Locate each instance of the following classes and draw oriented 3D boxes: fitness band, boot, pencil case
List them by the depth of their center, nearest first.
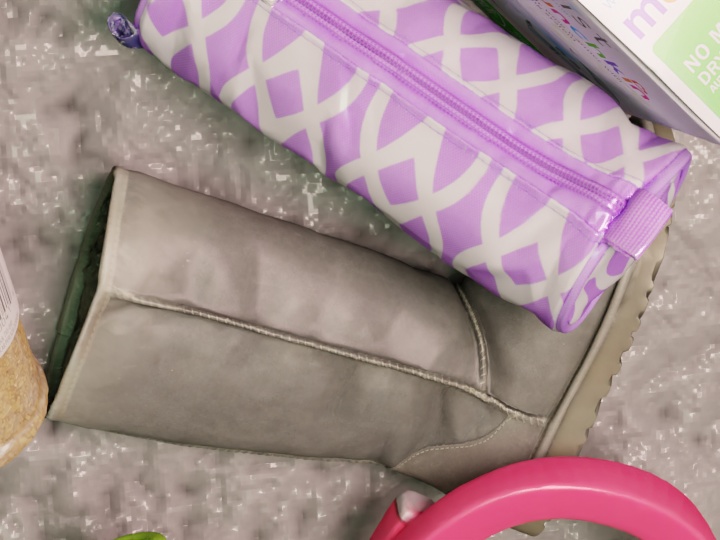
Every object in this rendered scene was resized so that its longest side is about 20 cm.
[{"bbox_3d":[0.017,-0.062,0.752,0.200,0.086,0.084,34,75,9],"label":"pencil case"},{"bbox_3d":[0.001,-0.001,0.814,0.200,0.073,0.182,20,94,-8],"label":"boot"},{"bbox_3d":[0.055,0.154,0.836,0.143,0.037,0.200,21,114,-17],"label":"fitness band"}]

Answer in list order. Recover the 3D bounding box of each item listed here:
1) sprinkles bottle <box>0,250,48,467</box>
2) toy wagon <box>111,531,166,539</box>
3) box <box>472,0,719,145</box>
[{"bbox_3d":[-0.155,-0.013,0.721,0.068,0.068,0.200,-18,138,-8],"label":"sprinkles bottle"},{"bbox_3d":[-0.117,0.184,0.814,0.200,0.040,0.155,-14,100,13],"label":"toy wagon"},{"bbox_3d":[0.129,-0.155,0.749,0.097,0.176,0.200,42,89,-15],"label":"box"}]
